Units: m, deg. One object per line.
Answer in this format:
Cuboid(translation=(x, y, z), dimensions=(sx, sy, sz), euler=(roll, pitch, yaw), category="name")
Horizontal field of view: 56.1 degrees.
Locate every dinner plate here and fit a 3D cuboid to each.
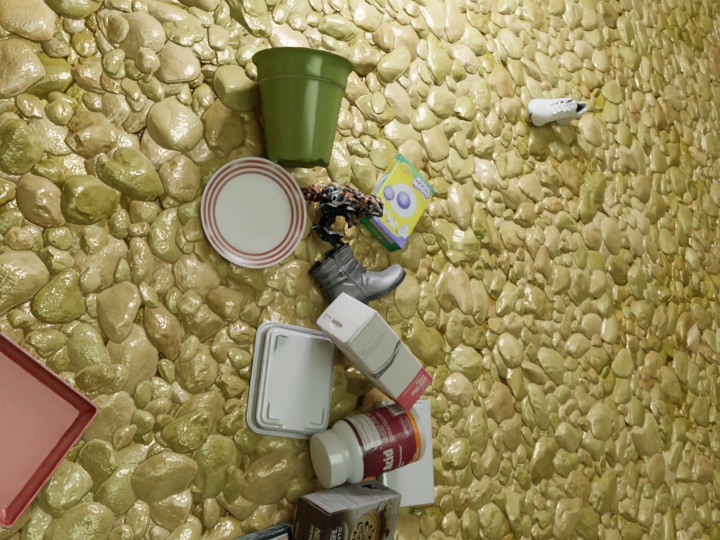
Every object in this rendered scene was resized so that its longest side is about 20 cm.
Cuboid(translation=(-0.196, -0.106, 1.246), dimensions=(0.195, 0.024, 0.206), euler=(2, 85, -19), category="dinner plate")

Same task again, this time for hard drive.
Cuboid(translation=(0.090, 0.367, 1.364), dimensions=(0.129, 0.026, 0.205), euler=(6, 76, -34), category="hard drive")

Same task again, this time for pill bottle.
Cuboid(translation=(0.013, 0.323, 1.248), dimensions=(0.196, 0.114, 0.117), euler=(-12, 86, -27), category="pill bottle")

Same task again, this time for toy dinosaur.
Cuboid(translation=(-0.052, -0.125, 1.334), dimensions=(0.137, 0.195, 0.104), euler=(-89, 172, -49), category="toy dinosaur")

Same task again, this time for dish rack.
Cuboid(translation=(-0.118, 0.202, 1.244), dimensions=(0.169, 0.043, 0.205), euler=(15, 73, -33), category="dish rack")

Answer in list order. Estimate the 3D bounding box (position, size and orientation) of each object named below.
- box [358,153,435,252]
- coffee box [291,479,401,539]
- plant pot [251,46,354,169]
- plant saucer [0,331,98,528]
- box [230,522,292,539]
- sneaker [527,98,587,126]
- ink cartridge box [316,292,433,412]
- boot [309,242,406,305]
Cuboid(translation=(0.085, -0.153, 1.459), dimensions=(0.117, 0.048, 0.202), euler=(42, 58, -20), category="box")
Cuboid(translation=(-0.024, 0.450, 1.188), dimensions=(0.198, 0.079, 0.116), euler=(6, 96, -49), category="coffee box")
Cuboid(translation=(-0.114, -0.297, 1.283), dimensions=(0.196, 0.198, 0.195), euler=(3, 91, -34), category="plant pot")
Cuboid(translation=(-0.516, 0.223, 0.966), dimensions=(0.200, 0.036, 0.201), euler=(44, 59, -20), category="plant saucer")
Cuboid(translation=(-0.195, 0.530, 1.118), dimensions=(0.196, 0.046, 0.163), euler=(-6, 83, -36), category="box")
Cuboid(translation=(0.522, -0.432, 1.798), dimensions=(0.197, 0.086, 0.076), euler=(-13, 89, -35), category="sneaker")
Cuboid(translation=(0.025, 0.149, 1.257), dimensions=(0.085, 0.145, 0.200), euler=(-47, 119, -10), category="ink cartridge box")
Cuboid(translation=(0.000, 0.000, 1.352), dimensions=(0.199, 0.069, 0.134), euler=(-34, 101, -36), category="boot")
